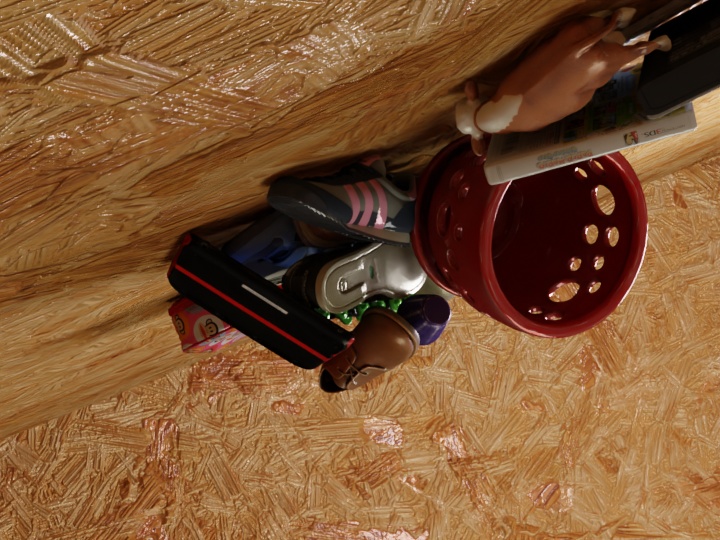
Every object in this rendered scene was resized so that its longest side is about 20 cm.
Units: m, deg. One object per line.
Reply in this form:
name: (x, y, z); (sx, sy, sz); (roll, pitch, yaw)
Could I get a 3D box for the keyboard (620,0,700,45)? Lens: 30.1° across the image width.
keyboard: (0.241, -0.211, 1.245); (0.056, 0.011, 0.200); (-19, 174, -42)

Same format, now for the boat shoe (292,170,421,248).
boat shoe: (0.017, -0.070, 1.420); (0.072, 0.076, 0.199); (-29, 174, 42)

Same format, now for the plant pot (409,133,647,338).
plant pot: (0.156, -0.048, 1.348); (0.199, 0.202, 0.182); (-21, -159, -25)

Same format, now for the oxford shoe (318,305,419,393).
oxford shoe: (0.006, 0.095, 1.445); (0.071, 0.071, 0.200); (-50, -178, -27)

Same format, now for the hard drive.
hard drive: (0.309, -0.202, 1.153); (0.139, 0.033, 0.200); (-27, -165, 24)

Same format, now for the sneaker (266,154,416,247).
sneaker: (-0.015, -0.078, 1.293); (0.070, 0.083, 0.200); (11, 177, 35)

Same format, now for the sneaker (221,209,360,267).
sneaker: (-0.057, -0.032, 1.434); (0.199, 0.083, 0.074); (-18, 176, -39)

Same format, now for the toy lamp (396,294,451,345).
toy lamp: (0.043, 0.069, 1.495); (0.058, 0.058, 0.200); (-20, 171, -27)

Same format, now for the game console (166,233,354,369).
game console: (-0.109, 0.035, 1.409); (0.031, 0.199, 0.177); (-60, -173, -20)

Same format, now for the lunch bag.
lunch bag: (-0.161, 0.049, 1.880); (0.175, 0.082, 0.200); (-24, 175, 11)

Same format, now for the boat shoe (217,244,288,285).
boat shoe: (-0.085, -0.022, 1.541); (0.199, 0.071, 0.064); (-14, 174, -10)

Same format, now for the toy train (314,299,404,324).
toy train: (-0.006, 0.030, 1.521); (0.042, 0.057, 0.199); (-26, 168, 37)

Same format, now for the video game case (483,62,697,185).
video game case: (0.208, -0.140, 1.214); (0.181, 0.023, 0.200); (-15, -161, 16)

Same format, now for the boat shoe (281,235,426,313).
boat shoe: (0.000, 0.000, 1.415); (0.067, 0.072, 0.199); (1, -170, 39)

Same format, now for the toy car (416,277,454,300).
toy car: (0.098, -0.077, 1.628); (0.200, 0.158, 0.164); (-52, -170, -20)

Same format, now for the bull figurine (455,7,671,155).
bull figurine: (0.164, -0.161, 1.128); (0.121, 0.065, 0.200); (-25, 179, -30)
